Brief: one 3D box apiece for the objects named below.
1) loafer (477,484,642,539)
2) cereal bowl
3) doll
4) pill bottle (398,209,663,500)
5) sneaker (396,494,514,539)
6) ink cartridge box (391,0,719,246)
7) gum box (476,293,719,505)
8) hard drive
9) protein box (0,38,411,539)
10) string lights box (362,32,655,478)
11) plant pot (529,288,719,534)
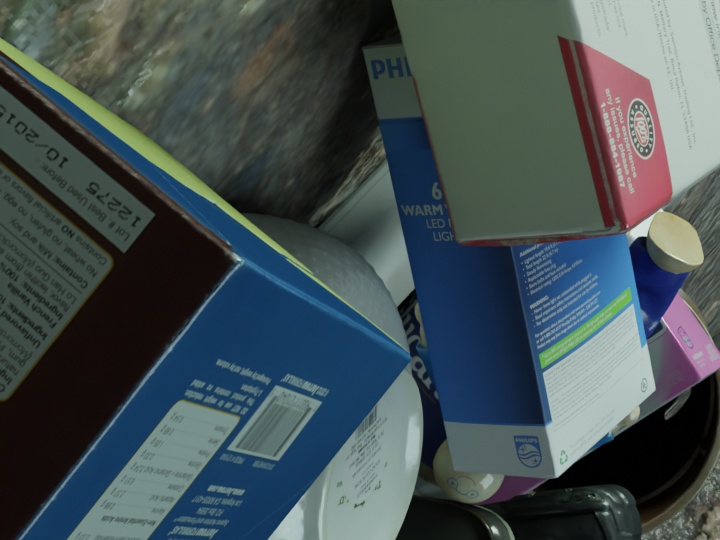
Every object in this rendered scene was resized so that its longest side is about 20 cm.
[{"bbox_3d":[0.068,0.168,0.973,0.201,0.070,0.068,-13,168,30],"label":"loafer"},{"bbox_3d":[-0.031,0.079,0.716,0.200,0.083,0.200,-38,134,-54],"label":"cereal bowl"},{"bbox_3d":[0.091,0.045,0.882,0.048,0.136,0.200,-81,-164,-55],"label":"doll"},{"bbox_3d":[0.087,0.031,0.966,0.200,0.111,0.111,-47,166,23],"label":"pill bottle"},{"bbox_3d":[-0.020,0.155,0.905,0.106,0.200,0.075,55,30,-70],"label":"sneaker"},{"bbox_3d":[0.104,-0.109,0.696,0.200,0.085,0.146,-29,108,-48],"label":"ink cartridge box"},{"bbox_3d":[0.111,0.068,1.061,0.200,0.114,0.066,-37,170,23],"label":"gum box"},{"bbox_3d":[0.000,0.000,0.874,0.200,0.026,0.132,-46,162,-16],"label":"hard drive"},{"bbox_3d":[-0.115,0.052,0.500,0.200,0.135,0.199,-51,164,1],"label":"protein box"},{"bbox_3d":[0.072,-0.019,0.766,0.103,0.059,0.200,-30,112,-49],"label":"string lights box"},{"bbox_3d":[0.173,0.079,1.229,0.200,0.200,0.198,-55,170,14],"label":"plant pot"}]
